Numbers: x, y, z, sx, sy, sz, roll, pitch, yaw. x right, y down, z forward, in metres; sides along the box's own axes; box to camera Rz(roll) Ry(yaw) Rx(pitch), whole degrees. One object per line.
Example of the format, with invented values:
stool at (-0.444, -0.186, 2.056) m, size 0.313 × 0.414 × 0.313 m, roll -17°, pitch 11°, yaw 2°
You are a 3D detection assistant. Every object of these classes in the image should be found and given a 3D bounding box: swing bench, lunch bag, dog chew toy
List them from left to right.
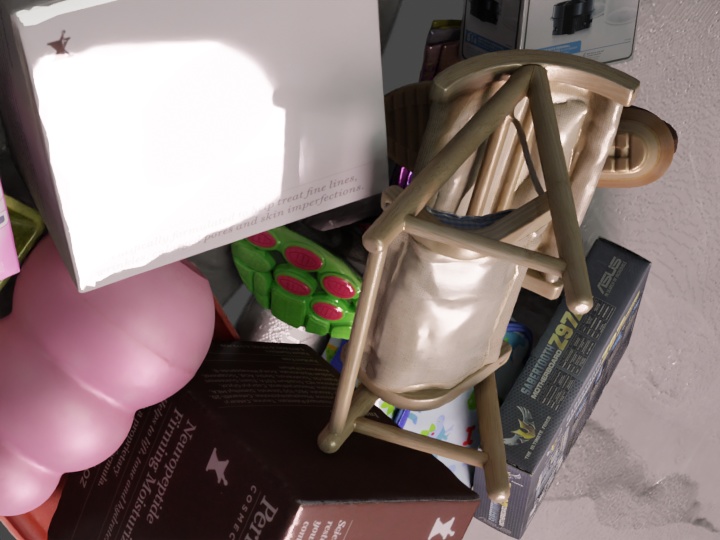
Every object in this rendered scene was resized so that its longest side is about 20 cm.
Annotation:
dog chew toy at (-0.179, 0.063, 1.154) m, size 0.200 × 0.125 × 0.125 m, roll -51°, pitch 140°, yaw 1°
lunch bag at (0.029, 0.108, 1.437) m, size 0.161 × 0.082 × 0.200 m, roll 11°, pitch 111°, yaw -43°
swing bench at (0.070, -0.005, 1.160) m, size 0.199 × 0.130 × 0.200 m, roll 104°, pitch 4°, yaw -47°

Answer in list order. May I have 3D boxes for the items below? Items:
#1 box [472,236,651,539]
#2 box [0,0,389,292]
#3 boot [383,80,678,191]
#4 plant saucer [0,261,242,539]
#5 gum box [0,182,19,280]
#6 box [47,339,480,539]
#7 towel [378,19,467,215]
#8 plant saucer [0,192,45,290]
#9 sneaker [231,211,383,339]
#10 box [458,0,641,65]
box at (0.152, 0.093, 1.475) m, size 0.200 × 0.051 × 0.158 m, roll -59°, pitch 167°, yaw -21°
box at (-0.101, -0.124, 1.067) m, size 0.199 × 0.131 × 0.200 m, roll -19°, pitch 135°, yaw -14°
boot at (0.117, -0.091, 1.317) m, size 0.166 × 0.200 × 0.072 m, roll -27°, pitch 124°, yaw -75°
plant saucer at (-0.163, 0.106, 1.294) m, size 0.200 × 0.037 × 0.200 m, roll -40°, pitch 139°, yaw -12°
gum box at (-0.278, -0.021, 0.995) m, size 0.200 × 0.066 × 0.114 m, roll -27°, pitch 136°, yaw -25°
box at (-0.066, 0.161, 1.243) m, size 0.164 × 0.200 × 0.166 m, roll 6°, pitch 114°, yaw -45°
towel at (0.080, -0.091, 1.376) m, size 0.143 × 0.023 × 0.200 m, roll -11°, pitch 127°, yaw -38°
plant saucer at (-0.309, 0.005, 1.077) m, size 0.200 × 0.048 × 0.200 m, roll -54°, pitch 140°, yaw 4°
sneaker at (0.000, 0.000, 1.322) m, size 0.200 × 0.084 × 0.077 m, roll 19°, pitch 131°, yaw -23°
box at (0.134, -0.233, 1.270) m, size 0.117 × 0.060 × 0.200 m, roll -14°, pitch 121°, yaw -35°
